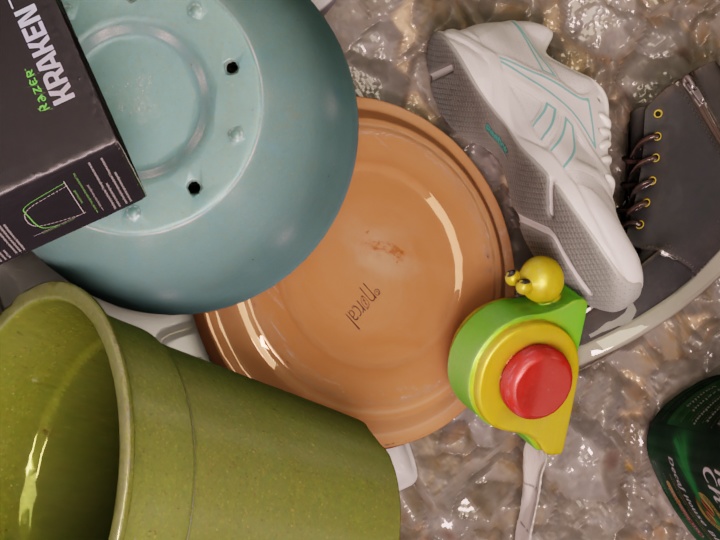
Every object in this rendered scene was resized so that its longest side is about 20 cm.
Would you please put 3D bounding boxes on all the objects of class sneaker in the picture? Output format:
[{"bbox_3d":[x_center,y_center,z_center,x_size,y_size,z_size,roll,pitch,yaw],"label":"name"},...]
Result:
[{"bbox_3d":[0.115,-0.069,1.197,0.080,0.071,0.201,-19,62,-21],"label":"sneaker"},{"bbox_3d":[0.164,-0.030,1.236,0.200,0.075,0.106,-38,87,-20],"label":"sneaker"}]

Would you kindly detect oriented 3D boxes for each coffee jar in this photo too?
[{"bbox_3d":[0.233,0.108,1.165,0.085,0.200,0.105,-32,91,-12],"label":"coffee jar"}]

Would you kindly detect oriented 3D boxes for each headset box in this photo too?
[{"bbox_3d":[-0.221,-0.077,0.925,0.199,0.093,0.175,-24,77,-3],"label":"headset box"}]

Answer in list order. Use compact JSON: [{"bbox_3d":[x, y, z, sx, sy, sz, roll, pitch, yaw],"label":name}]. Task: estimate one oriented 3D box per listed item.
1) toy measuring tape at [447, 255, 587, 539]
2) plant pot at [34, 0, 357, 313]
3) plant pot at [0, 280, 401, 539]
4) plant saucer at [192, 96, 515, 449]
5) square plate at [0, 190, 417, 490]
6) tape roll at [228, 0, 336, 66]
[{"bbox_3d":[0.077,0.087,1.178,0.073,0.074,0.202,6,110,-11],"label":"toy measuring tape"},{"bbox_3d":[-0.104,-0.078,1.064,0.199,0.161,0.203,0,90,3],"label":"plant pot"},{"bbox_3d":[-0.088,0.121,1.064,0.189,0.199,0.202,12,82,-36],"label":"plant pot"},{"bbox_3d":[0.000,0.000,1.191,0.199,0.032,0.202,4,80,-24],"label":"plant saucer"},{"bbox_3d":[-0.085,0.056,1.194,0.197,0.028,0.202,-18,89,-12],"label":"square plate"},{"bbox_3d":[-0.087,-0.219,1.199,0.198,0.066,0.202,1,85,-12],"label":"tape roll"}]
